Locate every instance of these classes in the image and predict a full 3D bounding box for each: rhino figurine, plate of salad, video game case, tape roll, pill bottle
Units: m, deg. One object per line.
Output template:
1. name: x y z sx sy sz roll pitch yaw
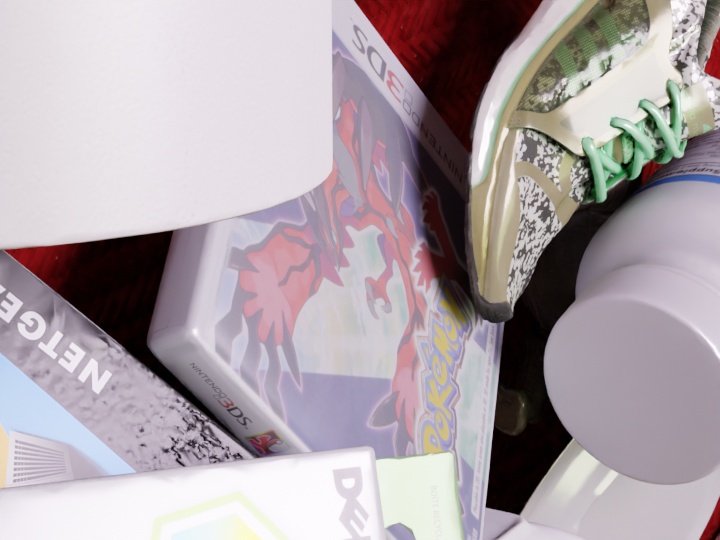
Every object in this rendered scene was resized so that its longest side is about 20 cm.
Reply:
1. rhino figurine: 0.092 -0.033 0.889 0.087 0.060 0.201 -16 108 -57
2. plate of salad: 0.110 0.114 0.945 0.200 0.048 0.200 -35 144 -31
3. video game case: 0.000 0.000 0.741 0.182 0.023 0.200 49 37 -38
4. tape roll: -0.107 -0.092 0.525 0.202 0.202 0.140 -14 109 -48
5. pill bottle: 0.156 0.003 0.835 0.200 0.112 0.113 -41 128 -46

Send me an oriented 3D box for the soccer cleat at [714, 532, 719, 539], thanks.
1. soccer cleat: 0.189 0.178 1.042 0.200 0.070 0.086 -59 137 -23

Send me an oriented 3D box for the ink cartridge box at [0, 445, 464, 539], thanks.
1. ink cartridge box: -0.041 0.109 0.591 0.200 0.059 0.104 -4 81 -26

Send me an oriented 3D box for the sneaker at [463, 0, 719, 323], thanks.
1. sneaker: 0.102 -0.065 0.787 0.200 0.088 0.077 -64 160 -17

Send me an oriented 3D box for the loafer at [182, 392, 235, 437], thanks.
1. loafer: -0.019 0.070 0.767 0.200 0.071 0.073 -23 115 -45

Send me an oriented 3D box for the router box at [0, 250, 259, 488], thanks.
1. router box: -0.096 0.103 0.630 0.200 0.051 0.149 40 65 -14

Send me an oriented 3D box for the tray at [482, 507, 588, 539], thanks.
1. tray: -0.009 0.130 0.766 0.200 0.107 0.022 -29 116 -44
